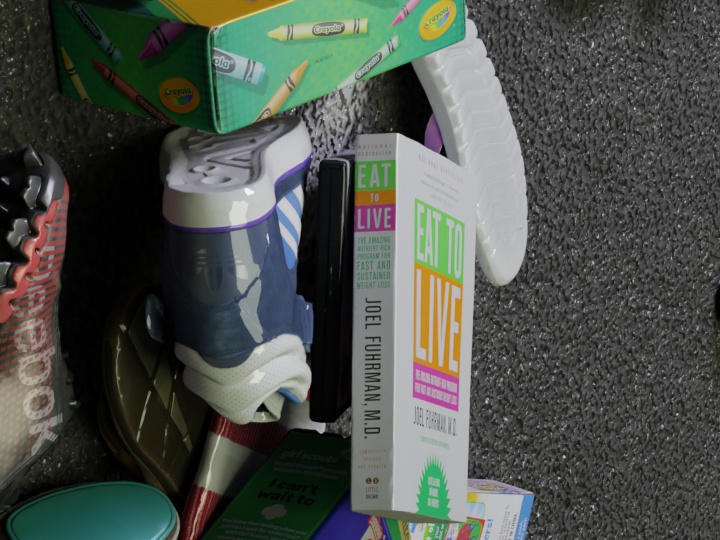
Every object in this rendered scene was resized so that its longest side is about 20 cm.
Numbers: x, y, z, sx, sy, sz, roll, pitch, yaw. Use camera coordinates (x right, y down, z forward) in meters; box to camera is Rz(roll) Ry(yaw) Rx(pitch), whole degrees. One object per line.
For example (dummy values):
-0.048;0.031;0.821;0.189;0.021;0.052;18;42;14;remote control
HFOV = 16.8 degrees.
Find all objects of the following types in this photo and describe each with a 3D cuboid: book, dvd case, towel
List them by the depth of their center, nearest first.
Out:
0.024;0.036;1.344;0.134;0.048;0.201;25;64;-71;book
0.000;0.000;1.400;0.200;0.017;0.144;-35;128;-78;dvd case
-0.056;0.107;1.409;0.144;0.023;0.201;35;71;-67;towel

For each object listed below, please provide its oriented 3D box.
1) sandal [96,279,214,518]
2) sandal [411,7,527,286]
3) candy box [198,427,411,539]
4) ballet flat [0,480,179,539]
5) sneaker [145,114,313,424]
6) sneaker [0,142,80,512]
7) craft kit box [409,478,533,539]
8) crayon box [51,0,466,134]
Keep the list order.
-0.112;0.077;1.354;0.082;0.054;0.200;-64;156;-24;sandal
0.057;-0.088;1.505;0.082;0.050;0.204;-40;118;-54;sandal
-0.042;0.215;1.366;0.200;0.077;0.170;-51;138;-44;candy box
-0.186;0.168;1.292;0.199;0.069;0.070;-23;119;-40;ballet flat
-0.064;0.004;1.305;0.200;0.080;0.147;-79;165;-73;sneaker
-0.183;0.037;1.237;0.098;0.071;0.201;17;91;-51;sneaker
0.020;0.232;1.565;0.197;0.048;0.201;9;95;-53;craft kit box
-0.051;-0.134;1.301;0.200;0.118;0.059;-25;120;-43;crayon box
